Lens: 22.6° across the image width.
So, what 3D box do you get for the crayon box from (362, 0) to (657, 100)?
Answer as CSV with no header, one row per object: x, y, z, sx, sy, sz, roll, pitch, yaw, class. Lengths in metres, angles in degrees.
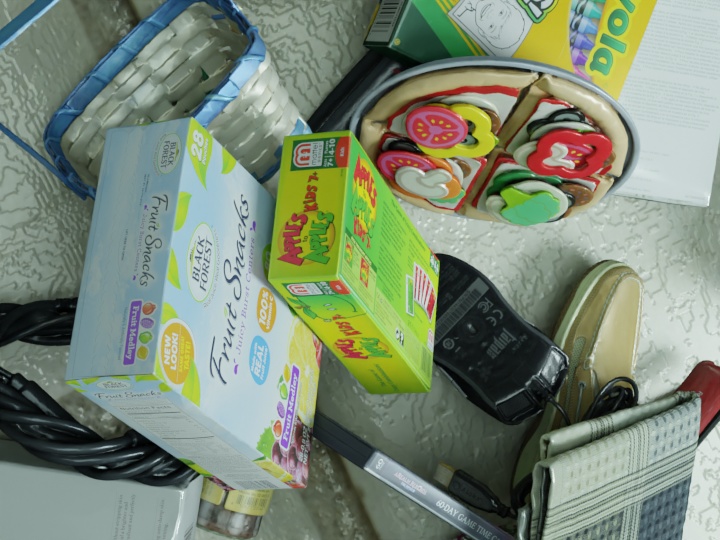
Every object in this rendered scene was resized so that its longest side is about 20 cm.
0.119,-0.211,1.226,0.172,0.058,0.200,22,90,-21,crayon box

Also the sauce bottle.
-0.070,0.087,1.270,0.065,0.065,0.200,20,92,-14,sauce bottle

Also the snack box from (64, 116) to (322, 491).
-0.093,0.027,1.116,0.068,0.200,0.169,-7,63,25,snack box

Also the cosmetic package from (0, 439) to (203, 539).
-0.216,0.178,1.213,0.200,0.081,0.113,10,95,4,cosmetic package

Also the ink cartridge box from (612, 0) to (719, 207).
0.213,-0.152,1.319,0.109,0.050,0.200,8,93,-13,ink cartridge box

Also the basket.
-0.144,-0.118,1.182,0.176,0.139,0.200,-43,134,-6,basket

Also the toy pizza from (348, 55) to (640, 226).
0.090,-0.078,1.230,0.200,0.200,0.032,14,60,-14,toy pizza

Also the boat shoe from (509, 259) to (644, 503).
0.176,0.094,1.314,0.072,0.076,0.200,9,99,-39,boat shoe

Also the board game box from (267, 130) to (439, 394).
0.000,0.000,1.193,0.048,0.200,0.102,-4,65,18,board game box

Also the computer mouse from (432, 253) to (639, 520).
0.087,0.090,1.288,0.200,0.046,0.140,36,80,15,computer mouse

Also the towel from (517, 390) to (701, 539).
0.163,0.190,1.230,0.200,0.035,0.193,-14,114,-49,towel

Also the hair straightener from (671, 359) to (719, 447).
0.214,0.158,1.329,0.041,0.077,0.200,28,61,19,hair straightener

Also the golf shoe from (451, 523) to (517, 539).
0.074,0.248,1.327,0.200,0.075,0.092,-14,130,-19,golf shoe

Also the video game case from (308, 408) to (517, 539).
0.036,0.147,1.229,0.200,0.143,0.019,37,84,-35,video game case

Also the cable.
-0.181,0.079,1.200,0.200,0.163,0.051,8,130,-22,cable

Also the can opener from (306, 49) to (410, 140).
0.024,-0.143,1.268,0.079,0.063,0.200,45,85,-14,can opener
